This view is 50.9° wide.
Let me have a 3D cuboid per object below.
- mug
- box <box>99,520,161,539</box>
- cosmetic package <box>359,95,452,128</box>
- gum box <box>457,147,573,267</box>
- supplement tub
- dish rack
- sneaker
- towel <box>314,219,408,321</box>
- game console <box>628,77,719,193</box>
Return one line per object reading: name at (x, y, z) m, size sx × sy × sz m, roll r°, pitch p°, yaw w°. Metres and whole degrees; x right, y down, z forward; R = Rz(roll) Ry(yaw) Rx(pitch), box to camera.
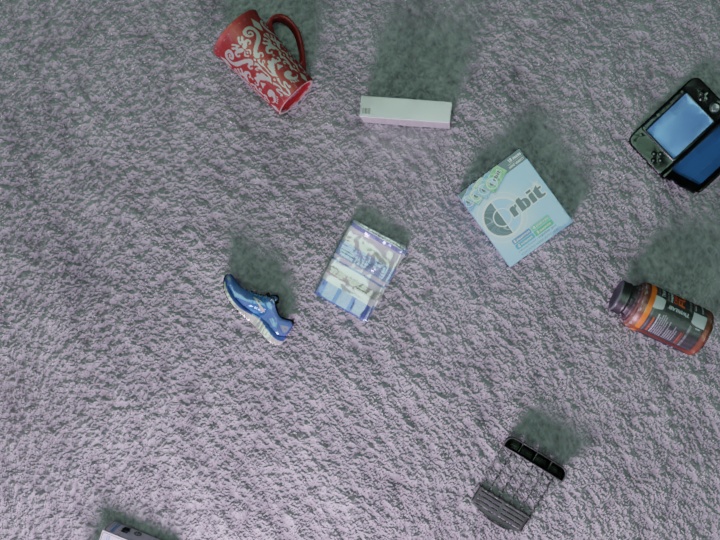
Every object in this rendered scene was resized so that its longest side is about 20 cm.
mug at (-0.196, -0.471, 1.679) m, size 0.177 × 0.133 × 0.200 m, roll -43°, pitch 91°, yaw 8°
box at (-0.527, 0.691, 1.797) m, size 0.199 × 0.060 × 0.117 m, roll 21°, pitch 95°, yaw 5°
cosmetic package at (0.101, -0.350, 1.672) m, size 0.199 × 0.083 × 0.051 m, roll 5°, pitch 90°, yaw 6°
gum box at (0.339, -0.137, 1.671) m, size 0.170 × 0.045 × 0.200 m, roll -37°, pitch 89°, yaw 7°
supplement tub at (0.637, 0.094, 1.615) m, size 0.199 × 0.107 × 0.107 m, roll 25°, pitch 95°, yaw 4°
dish rack at (0.346, 0.483, 1.691) m, size 0.153 × 0.055 × 0.201 m, roll 31°, pitch 96°, yaw 5°
sneaker at (-0.233, 0.076, 1.738) m, size 0.200 × 0.079 × 0.089 m, roll 44°, pitch 89°, yaw -5°
towel at (0.000, 0.000, 1.727) m, size 0.146 × 0.024 × 0.201 m, roll 30°, pitch 96°, yaw 5°
game console at (0.703, -0.287, 1.587) m, size 0.200 × 0.116 × 0.176 m, roll -43°, pitch 88°, yaw 6°
